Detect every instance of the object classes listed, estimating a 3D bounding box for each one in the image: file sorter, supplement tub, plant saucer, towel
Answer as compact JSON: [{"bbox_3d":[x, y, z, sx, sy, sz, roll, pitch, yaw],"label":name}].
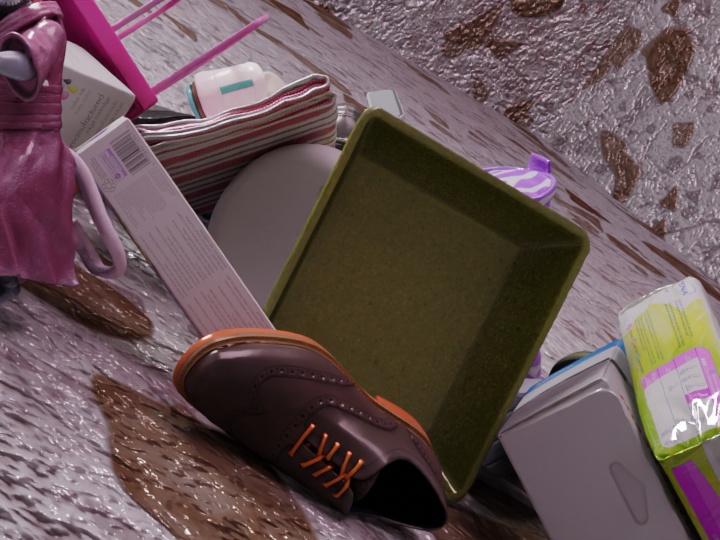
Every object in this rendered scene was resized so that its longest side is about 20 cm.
[{"bbox_3d":[-0.173,-0.207,1.389,0.201,0.125,0.139,57,-24,-6],"label":"file sorter"},{"bbox_3d":[0.000,0.000,1.466,0.145,0.145,0.200,41,12,32],"label":"supplement tub"},{"bbox_3d":[0.025,0.021,1.337,0.199,0.201,0.048,28,-2,-31],"label":"plant saucer"},{"bbox_3d":[-0.088,-0.082,1.447,0.200,0.145,0.030,98,-26,-78],"label":"towel"}]

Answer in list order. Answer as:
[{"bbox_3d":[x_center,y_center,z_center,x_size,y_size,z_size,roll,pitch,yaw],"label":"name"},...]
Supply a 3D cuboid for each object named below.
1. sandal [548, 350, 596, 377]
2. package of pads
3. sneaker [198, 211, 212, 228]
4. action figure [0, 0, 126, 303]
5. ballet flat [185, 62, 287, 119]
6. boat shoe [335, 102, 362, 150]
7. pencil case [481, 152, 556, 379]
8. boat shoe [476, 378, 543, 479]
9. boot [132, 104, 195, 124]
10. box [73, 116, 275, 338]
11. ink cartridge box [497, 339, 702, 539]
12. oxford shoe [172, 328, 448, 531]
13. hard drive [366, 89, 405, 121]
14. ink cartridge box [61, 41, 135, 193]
[{"bbox_3d":[0.188,0.109,1.592,0.080,0.057,0.201,48,-13,22],"label":"sandal"},{"bbox_3d":[0.235,0.112,1.369,0.155,0.068,0.200,59,12,-24],"label":"package of pads"},{"bbox_3d":[-0.063,-0.031,1.622,0.199,0.075,0.087,32,5,-15],"label":"sneaker"},{"bbox_3d":[-0.180,-0.084,1.125,0.148,0.202,0.134,-1,12,-33],"label":"action figure"},{"bbox_3d":[-0.077,-0.113,1.533,0.069,0.070,0.200,36,-2,9],"label":"ballet flat"},{"bbox_3d":[-0.025,-0.066,1.663,0.071,0.061,0.201,13,-23,-5],"label":"boat shoe"},{"bbox_3d":[0.111,0.018,1.598,0.085,0.201,0.084,-18,32,-32],"label":"pencil case"},{"bbox_3d":[0.085,0.111,1.494,0.062,0.073,0.200,-2,-2,21],"label":"boat shoe"},{"bbox_3d":[-0.218,-0.107,1.527,0.199,0.070,0.131,12,8,-44],"label":"boot"},{"bbox_3d":[-0.098,0.001,1.233,0.201,0.041,0.039,55,-6,-11],"label":"box"},{"bbox_3d":[0.169,0.138,1.401,0.145,0.084,0.200,62,12,1],"label":"ink cartridge box"},{"bbox_3d":[-0.021,0.093,1.198,0.199,0.071,0.073,27,17,-36],"label":"oxford shoe"},{"bbox_3d":[0.033,-0.036,1.670,0.026,0.201,0.132,-8,14,0],"label":"hard drive"},{"bbox_3d":[-0.244,-0.098,1.229,0.199,0.117,0.067,19,18,-50],"label":"ink cartridge box"}]
